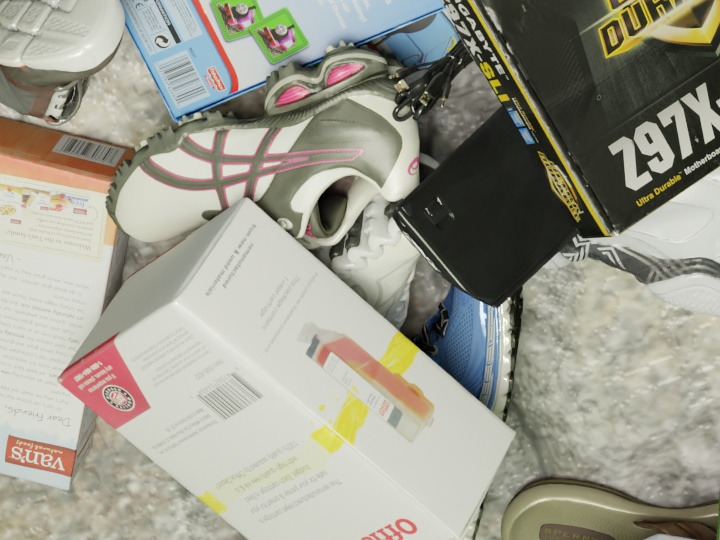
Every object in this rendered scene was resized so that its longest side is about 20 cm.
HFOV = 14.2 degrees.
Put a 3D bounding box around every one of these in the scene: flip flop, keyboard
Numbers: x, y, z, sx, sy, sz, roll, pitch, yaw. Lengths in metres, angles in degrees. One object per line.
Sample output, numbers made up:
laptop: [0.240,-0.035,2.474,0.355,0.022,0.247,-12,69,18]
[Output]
flip flop: [0.178,0.167,1.658,0.200,0.058,0.081,11,114,4]
keyboard: [0.092,-0.087,1.486,0.200,0.021,0.127,-43,101,-14]

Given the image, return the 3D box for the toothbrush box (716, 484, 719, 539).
toothbrush box: [0.302,0.137,1.578,0.200,0.146,0.086,27,114,-4]

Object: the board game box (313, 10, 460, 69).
board game box: [0.025,-0.181,1.536,0.200,0.037,0.151,-32,104,19]

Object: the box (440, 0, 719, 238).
box: [0.158,-0.133,1.473,0.200,0.049,0.160,-33,100,-16]

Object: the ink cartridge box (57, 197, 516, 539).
ink cartridge box: [-0.040,0.074,1.544,0.200,0.083,0.145,42,144,-13]

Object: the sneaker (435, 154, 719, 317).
sneaker: [0.142,-0.055,1.562,0.200,0.075,0.115,18,113,-4]

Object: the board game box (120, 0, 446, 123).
board game box: [-0.041,-0.182,1.498,0.200,0.037,0.151,-21,108,19]

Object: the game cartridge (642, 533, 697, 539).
game cartridge: [0.210,0.201,1.613,0.200,0.041,0.133,21,144,-30]

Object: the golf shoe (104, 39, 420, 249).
golf shoe: [-0.055,-0.047,1.530,0.200,0.077,0.088,-26,72,34]

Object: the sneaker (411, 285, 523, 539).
sneaker: [0.040,0.067,1.626,0.089,0.079,0.200,12,115,1]

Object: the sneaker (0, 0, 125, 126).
sneaker: [-0.166,-0.118,1.544,0.077,0.200,0.082,-49,117,-15]

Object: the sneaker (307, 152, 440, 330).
sneaker: [0.000,0.000,1.588,0.081,0.075,0.200,28,142,-21]

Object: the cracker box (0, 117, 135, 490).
cracker box: [-0.209,0.015,1.654,0.134,0.058,0.200,14,114,3]
